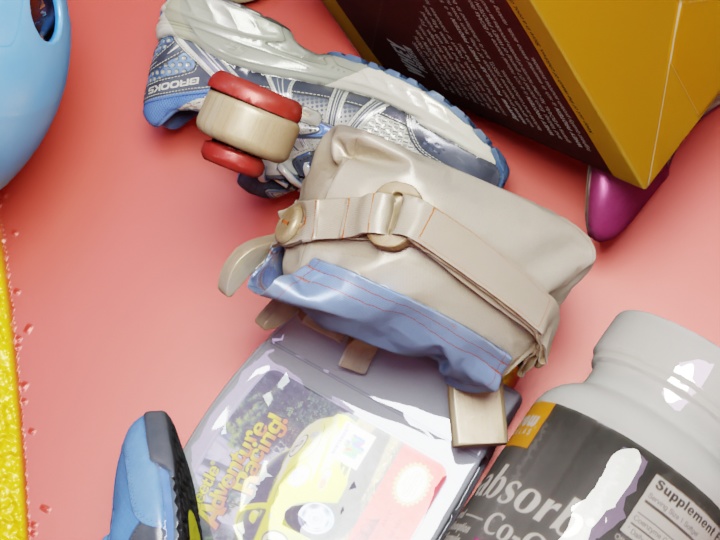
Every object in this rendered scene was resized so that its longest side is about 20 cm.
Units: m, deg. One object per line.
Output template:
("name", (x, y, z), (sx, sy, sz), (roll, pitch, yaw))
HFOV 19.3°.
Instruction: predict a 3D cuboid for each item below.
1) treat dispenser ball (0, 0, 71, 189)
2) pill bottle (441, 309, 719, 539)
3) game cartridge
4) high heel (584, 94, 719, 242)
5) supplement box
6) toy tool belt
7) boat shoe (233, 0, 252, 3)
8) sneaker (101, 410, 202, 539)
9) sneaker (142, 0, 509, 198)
("treat dispenser ball", (-0.243, -0.117, 1.040), (0.201, 0.201, 0.201), (-1, 73, 3))
("pill bottle", (0.106, 0.125, 0.986), (0.116, 0.116, 0.200), (32, 77, 12))
("game cartridge", (-0.025, 0.115, 1.041), (0.133, 0.041, 0.200), (27, 76, 15))
("high heel", (0.183, -0.093, 1.071), (0.096, 0.067, 0.200), (18, 71, 20))
("supplement box", (0.066, -0.174, 1.005), (0.200, 0.197, 0.133), (28, 75, 41))
("toy tool belt", (0.000, 0.000, 0.991), (0.200, 0.125, 0.123), (23, 93, -12))
("boat shoe", (-0.111, -0.229, 1.134), (0.072, 0.065, 0.200), (-35, 79, -8))
("sneaker", (-0.111, 0.164, 0.981), (0.078, 0.066, 0.200), (-6, 73, 7))
("sneaker", (-0.021, -0.070, 1.086), (0.200, 0.077, 0.085), (24, 90, 11))
